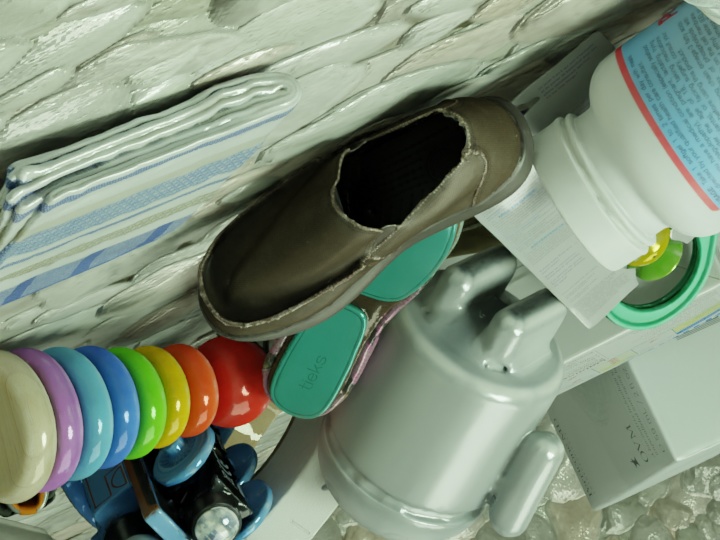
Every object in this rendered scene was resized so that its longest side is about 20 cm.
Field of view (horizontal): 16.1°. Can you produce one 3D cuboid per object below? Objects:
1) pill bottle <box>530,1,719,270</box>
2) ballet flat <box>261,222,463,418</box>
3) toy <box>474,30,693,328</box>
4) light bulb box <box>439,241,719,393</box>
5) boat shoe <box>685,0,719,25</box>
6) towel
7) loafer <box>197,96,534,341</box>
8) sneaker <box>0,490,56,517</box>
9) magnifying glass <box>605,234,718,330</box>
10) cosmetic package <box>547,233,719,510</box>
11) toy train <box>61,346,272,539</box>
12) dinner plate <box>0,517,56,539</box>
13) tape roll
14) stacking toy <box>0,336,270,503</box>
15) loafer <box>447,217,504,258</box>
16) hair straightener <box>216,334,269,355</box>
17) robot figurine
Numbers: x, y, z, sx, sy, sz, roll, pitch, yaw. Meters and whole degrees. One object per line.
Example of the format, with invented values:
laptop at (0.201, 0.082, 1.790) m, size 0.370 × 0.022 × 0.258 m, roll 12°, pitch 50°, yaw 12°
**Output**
pill bottle at (0.189, -0.088, 1.300) m, size 0.199 × 0.109 × 0.109 m, roll -34°, pitch 169°, yaw 16°
ballet flat at (0.000, 0.000, 1.437) m, size 0.071 × 0.069 × 0.201 m, roll -79°, pitch -165°, yaw -49°
toy at (0.121, -0.056, 1.414) m, size 0.115 × 0.047 × 0.200 m, roll -41°, pitch 138°, yaw 6°
light bulb box at (0.134, 0.004, 1.678) m, size 0.197 × 0.126 × 0.200 m, roll -26°, pitch 172°, yaw 8°
boat shoe at (0.239, -0.168, 1.167) m, size 0.201 × 0.075 × 0.065 m, roll -21°, pitch 177°, yaw 19°
towel at (-0.118, -0.031, 1.153) m, size 0.146 × 0.024 × 0.200 m, roll -23°, pitch 173°, yaw -26°
loafer at (-0.009, -0.034, 1.306) m, size 0.199 × 0.073 × 0.071 m, roll -34°, pitch 160°, yaw 16°
sneaker at (-0.218, 0.117, 1.541) m, size 0.074 × 0.080 × 0.200 m, roll -24°, pitch 172°, yaw -14°
magnifying glass at (0.203, -0.055, 1.527) m, size 0.079 × 0.022 × 0.201 m, roll 25°, pitch 99°, yaw -30°
cosmetic package at (0.206, 0.049, 1.879) m, size 0.122 × 0.201 × 0.200 m, roll -22°, pitch 170°, yaw -16°
toy train at (-0.127, 0.131, 1.593) m, size 0.114 × 0.087 × 0.200 m, roll -41°, pitch -152°, yaw 5°
dinner plate at (-0.255, 0.151, 1.530) m, size 0.198 × 0.024 × 0.200 m, roll 12°, pitch 172°, yaw 2°
tape roll at (-0.059, 0.112, 1.659) m, size 0.203 × 0.037 × 0.204 m, roll -42°, pitch -153°, yaw 26°
stacking toy at (-0.132, 0.072, 1.455) m, size 0.199 × 0.086 × 0.085 m, roll -12°, pitch 165°, yaw -43°
loafer at (0.093, -0.039, 1.510) m, size 0.199 × 0.068 × 0.076 m, roll -30°, pitch 169°, yaw 26°
hair straightener at (-0.049, 0.017, 1.521) m, size 0.076 × 0.041 × 0.200 m, roll -24°, pitch 165°, yaw -8°
robot figurine at (0.046, 0.081, 1.508) m, size 0.113 × 0.170 × 0.201 m, roll -18°, pitch 146°, yaw -50°
